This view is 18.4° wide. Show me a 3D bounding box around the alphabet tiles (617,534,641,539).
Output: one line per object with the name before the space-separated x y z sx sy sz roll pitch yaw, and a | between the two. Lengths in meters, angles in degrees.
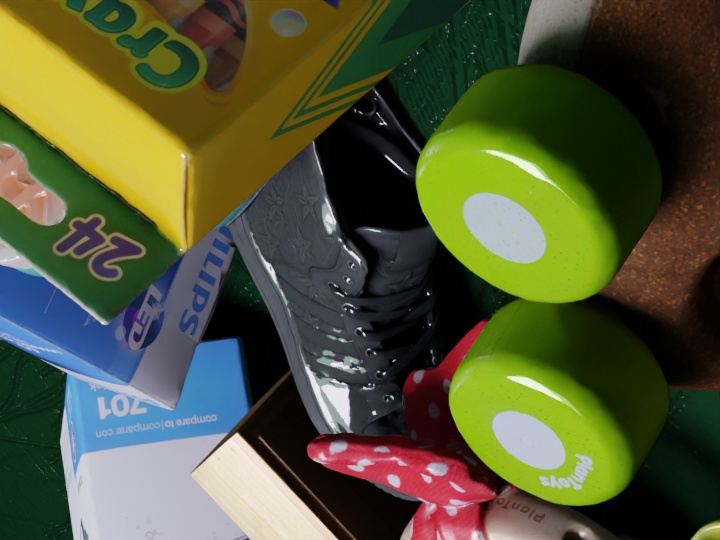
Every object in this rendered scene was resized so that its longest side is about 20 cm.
alphabet tiles | 0.062 0.197 0.914 0.166 0.201 0.006 16 -171 5

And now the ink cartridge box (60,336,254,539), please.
ink cartridge box | -0.084 0.149 1.029 0.146 0.086 0.201 114 149 -68

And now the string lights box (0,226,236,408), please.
string lights box | -0.130 -0.029 0.860 0.059 0.103 0.200 14 167 37

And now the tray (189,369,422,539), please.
tray | 0.024 0.131 0.965 0.200 0.099 0.037 46 119 -1

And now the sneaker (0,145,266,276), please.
sneaker | -0.048 -0.064 0.776 0.072 0.200 0.080 64 -164 18

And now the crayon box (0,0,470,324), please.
crayon box | -0.052 -0.092 0.668 0.126 0.200 0.052 36 151 18

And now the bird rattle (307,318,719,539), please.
bird rattle | 0.065 0.124 0.831 0.200 0.113 0.163 24 142 9

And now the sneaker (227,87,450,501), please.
sneaker | 0.002 -0.001 0.857 0.200 0.060 0.104 61 152 -5

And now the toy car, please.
toy car | 0.142 -0.016 0.560 0.200 0.164 0.158 19 143 25
